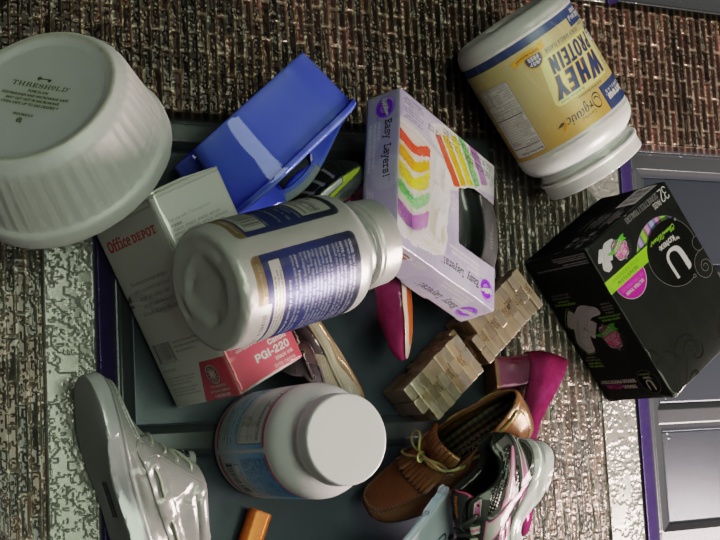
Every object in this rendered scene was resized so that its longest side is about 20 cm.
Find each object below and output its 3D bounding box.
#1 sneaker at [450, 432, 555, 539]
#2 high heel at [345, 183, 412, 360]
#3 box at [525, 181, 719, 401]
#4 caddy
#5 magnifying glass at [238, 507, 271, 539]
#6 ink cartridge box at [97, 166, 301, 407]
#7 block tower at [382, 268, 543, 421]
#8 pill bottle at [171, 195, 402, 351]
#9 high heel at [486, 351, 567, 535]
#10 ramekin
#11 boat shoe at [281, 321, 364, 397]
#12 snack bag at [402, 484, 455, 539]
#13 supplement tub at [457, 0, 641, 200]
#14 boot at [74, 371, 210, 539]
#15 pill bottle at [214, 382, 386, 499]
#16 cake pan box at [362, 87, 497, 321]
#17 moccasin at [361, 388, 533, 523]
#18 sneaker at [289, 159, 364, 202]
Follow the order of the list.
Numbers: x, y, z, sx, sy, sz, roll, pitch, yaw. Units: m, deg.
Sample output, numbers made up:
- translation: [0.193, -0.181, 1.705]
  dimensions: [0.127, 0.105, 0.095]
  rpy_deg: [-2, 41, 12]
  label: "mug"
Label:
- translation: [0.120, 0.255, 1.374]
  dimensions: [0.086, 0.080, 0.202]
  rpy_deg: [25, 76, -32]
  label: "sneaker"
- translation: [0.000, 0.000, 1.437]
  dimensions: [0.095, 0.067, 0.202]
  rpy_deg: [-10, 81, 8]
  label: "high heel"
- translation: [0.318, 0.027, 1.565]
  dimensions: [0.148, 0.124, 0.201]
  rpy_deg: [-37, 101, -26]
  label: "box"
- translation: [-0.089, -0.122, 1.361]
  dimensions: [0.105, 0.141, 0.200]
  rpy_deg: [49, 65, -10]
  label: "caddy"
- translation: [-0.130, 0.334, 1.339]
  dimensions: [0.079, 0.022, 0.202]
  rpy_deg: [25, 71, -23]
  label: "magnifying glass"
- translation: [-0.158, 0.018, 1.299]
  dimensions: [0.084, 0.145, 0.201]
  rpy_deg: [-30, 97, -34]
  label: "ink cartridge box"
- translation: [0.113, 0.084, 1.487]
  dimensions: [0.200, 0.058, 0.054]
  rpy_deg: [-44, 103, -24]
  label: "block tower"
- translation: [-0.060, -0.005, 1.215]
  dimensions: [0.199, 0.111, 0.112]
  rpy_deg: [-17, 90, -40]
  label: "pill bottle"
- translation: [0.196, 0.188, 1.496]
  dimensions: [0.095, 0.067, 0.202]
  rpy_deg: [0, 78, -16]
  label: "high heel"
- translation: [-0.278, -0.126, 1.223]
  dimensions: [0.203, 0.201, 0.095]
  rpy_deg: [-53, 148, -24]
  label: "ramekin"
- translation: [-0.062, 0.076, 1.357]
  dimensions: [0.065, 0.072, 0.201]
  rpy_deg: [-36, 131, -5]
  label: "boat shoe"
- translation: [0.064, 0.349, 1.399]
  dimensions: [0.189, 0.021, 0.201]
  rpy_deg: [-47, 129, -24]
  label: "snack bag"
- translation: [0.215, -0.196, 1.533]
  dimensions: [0.144, 0.144, 0.201]
  rpy_deg: [-38, 100, -27]
  label: "supplement tub"
- translation: [-0.205, 0.184, 1.301]
  dimensions: [0.095, 0.073, 0.202]
  rpy_deg: [-18, 100, -35]
  label: "boot"
- translation: [-0.057, 0.164, 1.301]
  dimensions: [0.108, 0.200, 0.110]
  rpy_deg: [4, 81, -27]
  label: "pill bottle"
- translation: [0.076, -0.065, 1.434]
  dimensions: [0.200, 0.052, 0.186]
  rpy_deg: [35, 51, -45]
  label: "cake pan box"
- translation: [0.088, 0.192, 1.416]
  dimensions: [0.200, 0.074, 0.078]
  rpy_deg: [-29, 138, 1]
  label: "moccasin"
- translation: [-0.060, -0.027, 1.395]
  dimensions: [0.081, 0.074, 0.200]
  rpy_deg: [40, 88, -30]
  label: "sneaker"
